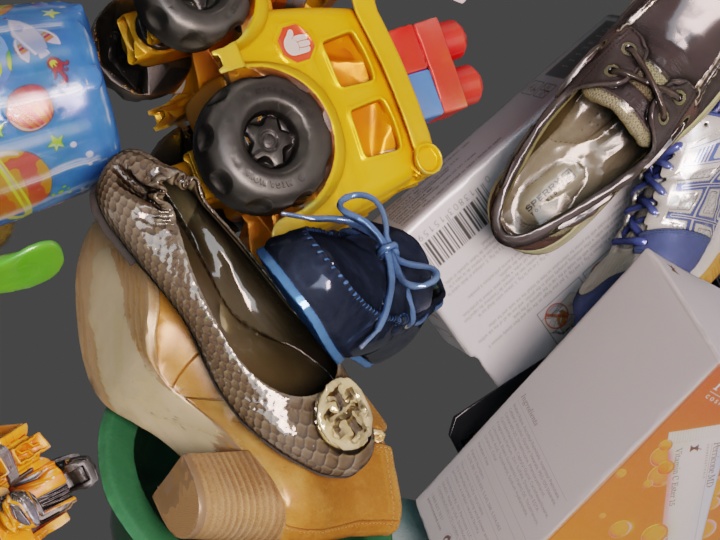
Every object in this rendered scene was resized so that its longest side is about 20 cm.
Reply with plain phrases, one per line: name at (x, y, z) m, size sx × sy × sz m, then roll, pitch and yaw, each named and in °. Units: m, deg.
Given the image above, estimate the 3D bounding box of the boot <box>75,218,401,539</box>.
boot at (-0.063, 0.059, 0.873) m, size 0.144 × 0.071 × 0.202 m, roll 4°, pitch 51°, yaw -43°

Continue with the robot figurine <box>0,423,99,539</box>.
robot figurine at (-0.220, 0.130, 0.808) m, size 0.145 × 0.200 × 0.058 m, roll -34°, pitch 97°, yaw -47°

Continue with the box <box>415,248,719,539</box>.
box at (0.146, 0.109, 0.876) m, size 0.124 × 0.098 × 0.200 m, roll 26°, pitch 115°, yaw -32°

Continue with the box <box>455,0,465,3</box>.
box at (-0.012, -0.240, 0.885) m, size 0.199 × 0.103 × 0.095 m, roll 23°, pitch 122°, yaw -7°

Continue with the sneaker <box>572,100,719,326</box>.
sneaker at (0.178, -0.047, 0.924) m, size 0.200 × 0.075 × 0.088 m, roll -44°, pitch 108°, yaw -18°

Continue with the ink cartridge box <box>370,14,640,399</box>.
ink cartridge box at (0.128, -0.021, 0.965) m, size 0.200 × 0.044 × 0.174 m, roll -41°, pitch 116°, yaw -9°

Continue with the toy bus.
toy bus at (-0.035, -0.115, 0.901) m, size 0.191 × 0.136 × 0.201 m, roll -23°, pitch 90°, yaw -23°

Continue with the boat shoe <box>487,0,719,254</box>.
boat shoe at (0.142, -0.085, 0.864) m, size 0.073 × 0.065 × 0.200 m, roll 37°, pitch 103°, yaw 2°

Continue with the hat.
hat at (-0.108, 0.164, 0.920) m, size 0.199 × 0.166 × 0.176 m, roll 31°, pitch 126°, yaw -6°

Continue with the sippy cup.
sippy cup at (-0.196, -0.081, 0.856) m, size 0.130 × 0.140 × 0.179 m, roll -15°, pitch 97°, yaw -9°

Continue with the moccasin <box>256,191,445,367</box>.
moccasin at (0.000, 0.000, 0.817) m, size 0.068 × 0.200 × 0.081 m, roll -35°, pitch 83°, yaw 5°

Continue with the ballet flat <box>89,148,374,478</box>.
ballet flat at (-0.058, 0.018, 0.815) m, size 0.200 × 0.046 × 0.067 m, roll 51°, pitch 37°, yaw 1°

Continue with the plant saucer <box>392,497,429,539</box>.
plant saucer at (0.008, 0.232, 0.939) m, size 0.199 × 0.036 × 0.201 m, roll 0°, pitch 88°, yaw -10°

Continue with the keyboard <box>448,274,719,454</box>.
keyboard at (0.156, 0.082, 0.954) m, size 0.199 × 0.040 × 0.104 m, roll -31°, pitch 113°, yaw -8°
